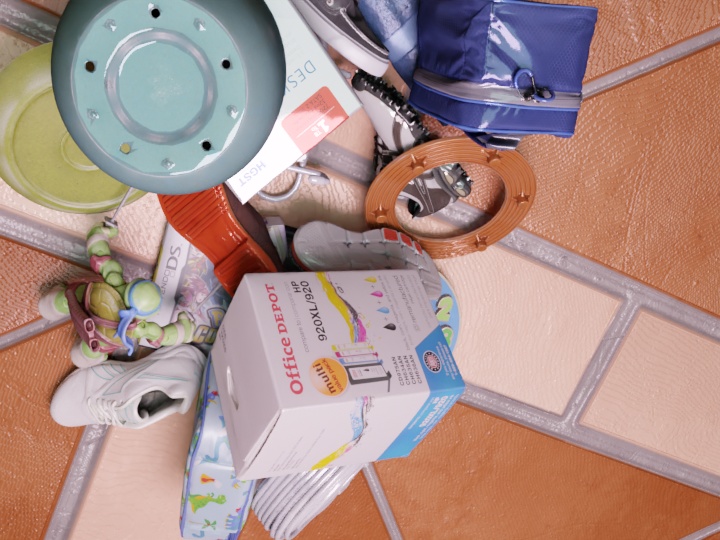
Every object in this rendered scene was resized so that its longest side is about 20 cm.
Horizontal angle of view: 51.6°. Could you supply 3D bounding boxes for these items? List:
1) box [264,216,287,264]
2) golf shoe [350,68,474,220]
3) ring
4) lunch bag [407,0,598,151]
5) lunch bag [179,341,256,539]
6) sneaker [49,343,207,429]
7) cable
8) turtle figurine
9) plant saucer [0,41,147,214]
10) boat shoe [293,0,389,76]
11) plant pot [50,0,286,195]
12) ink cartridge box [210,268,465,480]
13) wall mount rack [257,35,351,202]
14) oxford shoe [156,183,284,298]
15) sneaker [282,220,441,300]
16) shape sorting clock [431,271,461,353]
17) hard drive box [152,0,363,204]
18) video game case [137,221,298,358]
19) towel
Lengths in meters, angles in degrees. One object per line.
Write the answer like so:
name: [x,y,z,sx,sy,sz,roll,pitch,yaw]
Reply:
box: [-0.095,0.041,0.860,0.038,0.042,0.205,-9,109,-8]
golf shoe: [0.041,-0.129,0.826,0.094,0.078,0.200,-37,123,15]
ring: [0.102,-0.072,0.839,0.195,0.020,0.202,-5,143,-4]
lunch bag: [0.132,-0.191,0.716,0.133,0.200,0.135,0,111,-15]
lunch bag: [-0.154,0.193,0.849,0.081,0.162,0.203,9,124,-11]
sneaker: [-0.274,0.144,0.855,0.196,0.081,0.071,-18,121,9]
cable: [-0.041,0.226,0.875,0.069,0.199,0.201,45,132,13]
turtle figurine: [-0.245,0.021,0.806,0.192,0.204,0.143,-21,139,38]
plant saucer: [-0.276,-0.132,0.754,0.196,0.031,0.203,-16,137,-15]
boat shoe: [-0.036,-0.287,0.758,0.200,0.070,0.066,44,112,-2]
plant pot: [-0.151,-0.153,0.591,0.196,0.161,0.205,-3,108,-9]
ink cartridge box: [-0.030,0.100,0.742,0.196,0.149,0.146,-1,143,-29]
wall mount rack: [-0.105,-0.172,0.796,0.170,0.075,0.204,10,105,-11]
oxford shoe: [-0.146,-0.057,0.768,0.070,0.073,0.202,-27,99,19]
sneaker: [0.000,0.000,0.842,0.196,0.078,0.082,16,142,-26]
shape sorting clock: [0.033,0.078,0.917,0.195,0.039,0.205,-5,109,-13]
hard drive box: [-0.117,-0.196,0.711,0.155,0.077,0.201,-38,111,3]
video game case: [-0.145,0.026,0.879,0.196,0.026,0.184,15,104,-15]
towel: [0.073,-0.265,0.813,0.111,0.049,0.200,-41,111,5]
